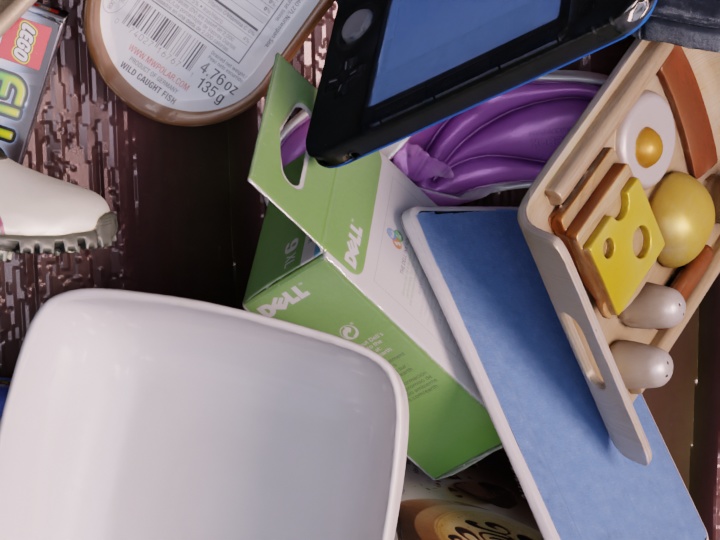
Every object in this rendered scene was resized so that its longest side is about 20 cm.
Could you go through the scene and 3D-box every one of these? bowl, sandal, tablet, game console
[{"bbox_3d":[-0.075,0.116,0.976,0.199,0.075,0.201,11,90,15],"label":"bowl"},{"bbox_3d":[0.047,-0.066,1.060,0.201,0.050,0.083,-13,102,-1],"label":"sandal"},{"bbox_3d":[0.098,0.056,1.021,0.014,0.130,0.201,-36,69,35],"label":"tablet"},{"bbox_3d":[0.030,-0.168,0.926,0.199,0.171,0.118,-23,132,38],"label":"game console"}]

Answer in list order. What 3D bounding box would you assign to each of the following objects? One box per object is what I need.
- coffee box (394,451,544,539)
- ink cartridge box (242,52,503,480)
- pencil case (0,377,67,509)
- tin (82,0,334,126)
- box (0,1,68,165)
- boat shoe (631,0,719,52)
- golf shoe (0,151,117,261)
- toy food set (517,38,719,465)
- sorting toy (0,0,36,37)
[{"bbox_3d":[0.056,0.157,1.030,0.112,0.200,0.080,14,104,-7],"label":"coffee box"},{"bbox_3d":[0.000,0.000,1.016,0.059,0.104,0.200,-30,120,31],"label":"ink cartridge box"},{"bbox_3d":[-0.183,0.156,1.062,0.086,0.078,0.201,9,112,21],"label":"pencil case"},{"bbox_3d":[-0.060,-0.163,1.040,0.112,0.042,0.200,34,97,-15],"label":"tin"},{"bbox_3d":[-0.230,-0.053,1.050,0.109,0.035,0.201,17,100,-8],"label":"box"},{"bbox_3d":[0.115,-0.171,0.996,0.071,0.200,0.091,-28,131,-33],"label":"boat shoe"},{"bbox_3d":[-0.211,-0.057,0.996,0.199,0.077,0.089,13,94,-8],"label":"golf shoe"},{"bbox_3d":[0.159,-0.025,1.008,0.200,0.060,0.144,-52,131,-33],"label":"toy food set"},{"bbox_3d":[-0.199,-0.230,0.999,0.200,0.036,0.185,44,85,-2],"label":"sorting toy"}]
